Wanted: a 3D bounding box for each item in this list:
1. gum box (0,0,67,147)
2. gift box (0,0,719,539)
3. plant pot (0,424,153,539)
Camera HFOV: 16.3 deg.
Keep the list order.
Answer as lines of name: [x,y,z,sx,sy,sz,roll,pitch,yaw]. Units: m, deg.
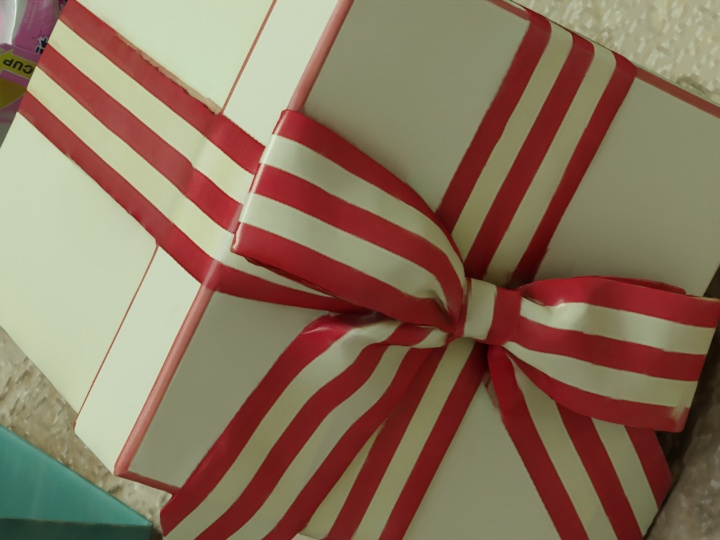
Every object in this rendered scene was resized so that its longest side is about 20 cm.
gum box: [-0.154,-0.063,0.996,0.199,0.113,0.067,-19,63,42]
gift box: [0.000,0.000,0.764,0.187,0.183,0.201,36,107,57]
plant pot: [-0.194,0.164,0.947,0.141,0.140,0.202,25,103,49]
